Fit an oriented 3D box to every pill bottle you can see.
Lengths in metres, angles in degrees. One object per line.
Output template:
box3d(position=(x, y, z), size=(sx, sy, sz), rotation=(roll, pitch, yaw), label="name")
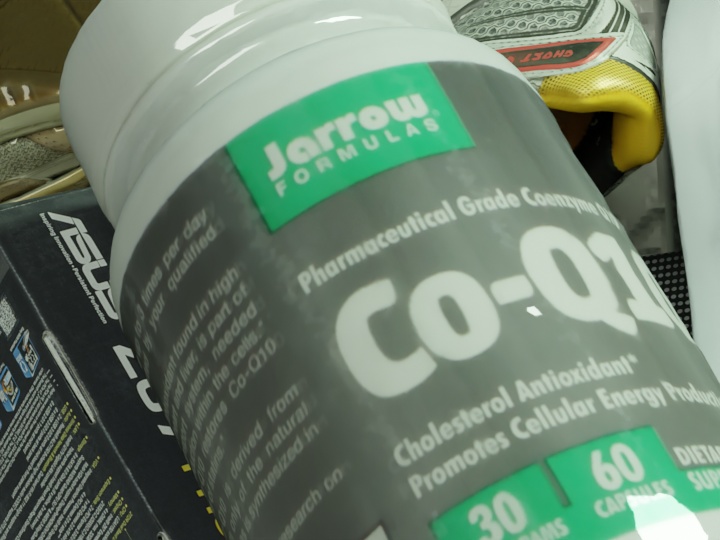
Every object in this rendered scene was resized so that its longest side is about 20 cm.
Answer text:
box3d(position=(0.011, 0.019, 0.654), size=(0.113, 0.113, 0.201), rotation=(-33, 59, 5), label="pill bottle")

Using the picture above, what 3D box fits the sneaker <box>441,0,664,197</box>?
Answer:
box3d(position=(0.000, 0.000, 0.768), size=(0.200, 0.078, 0.082), rotation=(-49, 34, 14), label="sneaker")

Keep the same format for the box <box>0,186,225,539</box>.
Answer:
box3d(position=(-0.076, 0.100, 0.766), size=(0.049, 0.200, 0.162), rotation=(-13, 60, -35), label="box")

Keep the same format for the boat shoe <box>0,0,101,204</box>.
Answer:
box3d(position=(-0.102, -0.052, 0.871), size=(0.199, 0.065, 0.072), rotation=(-25, 59, 0), label="boat shoe")

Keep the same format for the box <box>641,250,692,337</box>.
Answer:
box3d(position=(0.106, 0.062, 0.745), size=(0.199, 0.044, 0.161), rotation=(-8, 44, 20), label="box")

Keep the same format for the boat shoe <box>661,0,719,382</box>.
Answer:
box3d(position=(0.116, 0.002, 0.723), size=(0.065, 0.074, 0.201), rotation=(-12, 54, 13), label="boat shoe")
